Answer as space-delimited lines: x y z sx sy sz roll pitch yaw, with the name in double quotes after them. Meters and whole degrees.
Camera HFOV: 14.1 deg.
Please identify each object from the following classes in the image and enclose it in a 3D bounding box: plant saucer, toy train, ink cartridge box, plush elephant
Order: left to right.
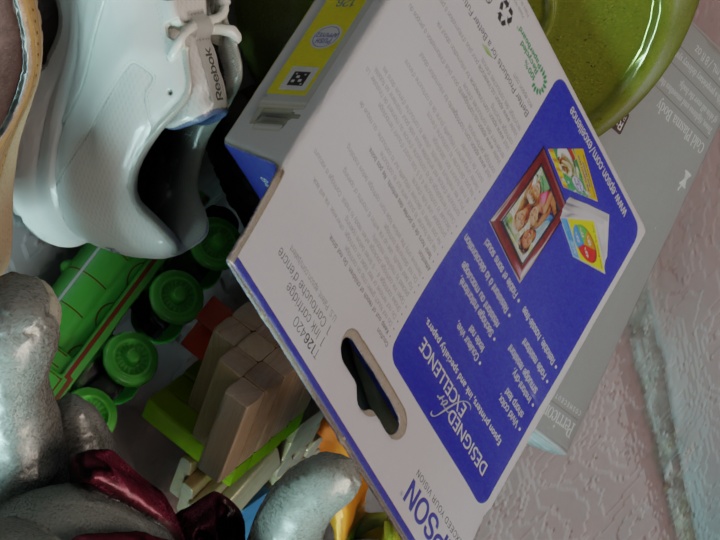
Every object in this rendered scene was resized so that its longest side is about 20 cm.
-0.116 0.042 1.134 0.200 0.056 0.042 -55 -174 -25 "toy train"
-0.058 0.117 1.042 0.154 0.165 0.200 -5 124 -5 "plush elephant"
0.023 -0.013 1.129 0.200 0.047 0.198 -57 135 -30 "ink cartridge box"
0.049 -0.111 1.190 0.200 0.031 0.200 -7 127 -9 "plant saucer"

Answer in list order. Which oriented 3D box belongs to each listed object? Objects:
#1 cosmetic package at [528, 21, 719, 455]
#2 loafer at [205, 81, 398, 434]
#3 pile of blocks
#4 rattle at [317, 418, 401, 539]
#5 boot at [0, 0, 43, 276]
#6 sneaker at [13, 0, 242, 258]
0.081 -0.029 1.319 0.107 0.090 0.200 32 78 -55 "cosmetic package"
0.000 0.000 1.197 0.071 0.073 0.200 -29 131 -9 "loafer"
-0.058 0.067 1.184 0.082 0.062 0.200 -47 164 -19 "pile of blocks"
0.065 0.133 1.279 0.130 0.200 0.143 8 100 -52 "rattle"
-0.185 -0.036 0.991 0.166 0.072 0.200 -36 137 -42 "boot"
-0.077 -0.098 1.090 0.074 0.087 0.200 -16 117 -44 "sneaker"
